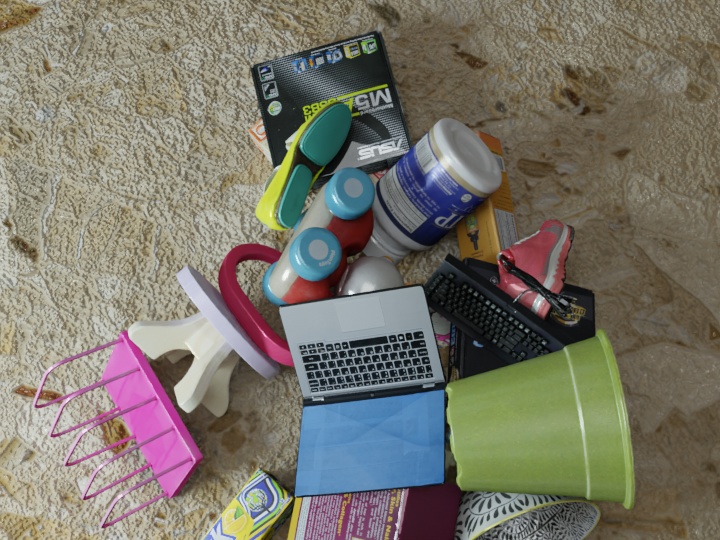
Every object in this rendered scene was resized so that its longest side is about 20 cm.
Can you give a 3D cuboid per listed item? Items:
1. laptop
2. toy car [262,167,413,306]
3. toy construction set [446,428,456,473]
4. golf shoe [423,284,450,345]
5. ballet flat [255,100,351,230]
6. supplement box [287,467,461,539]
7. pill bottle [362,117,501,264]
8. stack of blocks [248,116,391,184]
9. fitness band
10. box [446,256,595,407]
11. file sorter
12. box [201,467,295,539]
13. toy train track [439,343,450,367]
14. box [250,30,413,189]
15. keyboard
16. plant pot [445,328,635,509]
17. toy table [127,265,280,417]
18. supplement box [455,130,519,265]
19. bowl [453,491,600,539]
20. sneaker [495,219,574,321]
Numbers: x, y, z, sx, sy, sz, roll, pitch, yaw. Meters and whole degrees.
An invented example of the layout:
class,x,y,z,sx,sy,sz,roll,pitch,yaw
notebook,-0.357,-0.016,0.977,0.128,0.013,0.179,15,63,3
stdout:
class,x,y,z,sx,sy,sz,roll,pitch,yaw
laptop,-0.002,0.140,1.072,0.185,0.116,0.202,-9,107,17
toy car,0.000,0.000,1.185,0.199,0.184,0.178,33,67,-9
toy construction set,0.074,0.208,1.200,0.198,0.092,0.132,22,108,24
golf shoe,0.122,0.064,1.249,0.198,0.092,0.073,9,74,6
ballet flat,-0.083,-0.145,1.232,0.067,0.067,0.201,11,68,44
supplement box,0.013,0.309,1.137,0.199,0.103,0.132,-3,70,49
pill bottle,0.083,-0.098,1.245,0.200,0.119,0.120,-42,72,31
stack of blocks,-0.054,-0.166,1.341,0.115,0.059,0.200,-43,76,-6
fitness band,-0.110,0.043,1.262,0.143,0.038,0.200,-25,69,-43
box,0.212,0.100,1.196,0.198,0.050,0.200,15,60,-15
file sorter,-0.324,0.212,1.202,0.125,0.139,0.201,-22,71,-38
box,-0.168,0.361,1.208,0.064,0.070,0.201,36,81,15
toy train track,0.099,0.116,1.211,0.198,0.033,0.116,9,75,-10
box,-0.040,-0.222,1.300,0.198,0.048,0.195,-14,73,2
keyboard,0.178,0.048,1.109,0.199,0.021,0.127,34,122,-2
plant pot,0.196,0.177,1.043,0.188,0.200,0.202,-7,75,7
toy table,-0.211,0.102,1.235,0.117,0.184,0.200,-40,108,0
supplement box,0.172,-0.088,1.288,0.066,0.068,0.202,-19,70,38
bowl,0.188,0.300,1.148,0.199,0.201,0.095,-22,52,-1
sneaker,0.222,-0.019,1.187,0.086,0.074,0.201,22,34,3
